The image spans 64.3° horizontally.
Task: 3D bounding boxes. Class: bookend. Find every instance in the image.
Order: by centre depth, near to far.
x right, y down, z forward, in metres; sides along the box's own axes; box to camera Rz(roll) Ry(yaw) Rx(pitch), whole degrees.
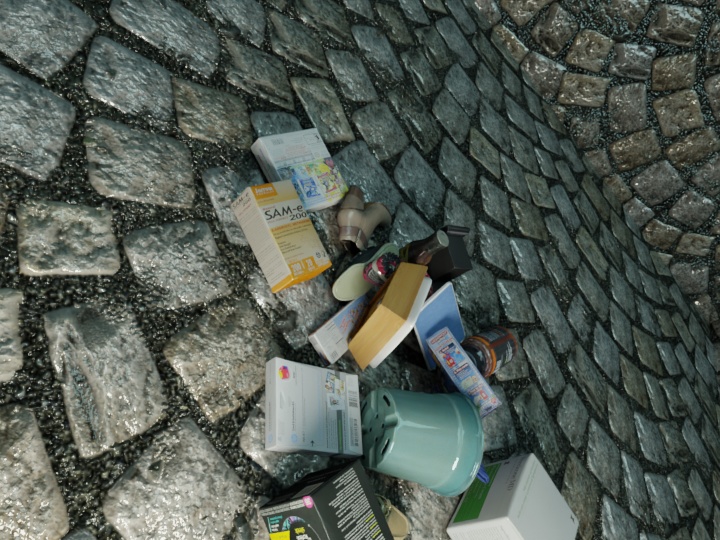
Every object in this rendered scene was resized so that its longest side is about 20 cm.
[{"bbox_3d":[0.191,0.027,1.366,0.091,0.199,0.203,2,65,-44],"label":"bookend"}]

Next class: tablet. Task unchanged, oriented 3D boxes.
[{"bbox_3d":[0.181,0.131,1.316,0.130,0.014,0.202,-40,134,-18],"label":"tablet"}]

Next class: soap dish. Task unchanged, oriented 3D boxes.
[{"bbox_3d":[0.056,0.089,1.164,0.080,0.201,0.159,32,46,-3],"label":"soap dish"}]

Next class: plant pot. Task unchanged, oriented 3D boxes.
[{"bbox_3d":[0.103,0.323,1.117,0.193,0.200,0.204,18,54,-28],"label":"plant pot"}]

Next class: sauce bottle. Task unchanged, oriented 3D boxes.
[{"bbox_3d":[0.121,-0.031,1.327,0.065,0.199,0.067,25,48,-32],"label":"sauce bottle"}]

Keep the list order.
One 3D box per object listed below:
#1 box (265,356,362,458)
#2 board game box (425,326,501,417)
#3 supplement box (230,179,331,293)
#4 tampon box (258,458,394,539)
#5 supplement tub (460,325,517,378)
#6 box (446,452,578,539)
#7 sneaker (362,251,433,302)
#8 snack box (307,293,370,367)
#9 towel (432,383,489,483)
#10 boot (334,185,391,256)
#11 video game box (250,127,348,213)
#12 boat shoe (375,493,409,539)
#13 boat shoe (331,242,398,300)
[{"bbox_3d":[-0.085,0.258,1.062,0.197,0.041,0.159,20,53,-39],"label":"box"},{"bbox_3d":[0.219,0.235,1.271,0.202,0.061,0.201,59,-6,19],"label":"board game box"},{"bbox_3d":[-0.158,-0.073,1.158,0.125,0.073,0.203,-22,83,-50],"label":"supplement box"},{"bbox_3d":[-0.043,0.435,0.913,0.125,0.149,0.203,-16,79,-49],"label":"tampon box"},{"bbox_3d":[0.311,0.212,1.452,0.198,0.106,0.109,-12,75,-49],"label":"supplement tub"},{"bbox_3d":[0.326,0.544,1.216,0.202,0.170,0.199,56,40,-4],"label":"box"},{"bbox_3d":[0.091,0.024,1.271,0.198,0.074,0.082,33,50,-35],"label":"sneaker"},{"bbox_3d":[-0.031,0.120,1.213,0.073,0.024,0.199,57,40,-4],"label":"snack box"},{"bbox_3d":[0.224,0.359,1.274,0.145,0.024,0.201,45,18,-23],"label":"towel"},{"bbox_3d":[0.008,-0.100,1.360,0.199,0.069,0.150,33,57,-47],"label":"boot"},{"bbox_3d":[-0.130,-0.224,1.300,0.199,0.047,0.185,-26,85,-50],"label":"video game box"},{"bbox_3d":[0.025,0.444,1.045,0.199,0.064,0.073,36,45,-26],"label":"boat shoe"},{"bbox_3d":[-0.001,-0.002,1.284,0.199,0.065,0.076,-42,121,-27],"label":"boat shoe"}]
